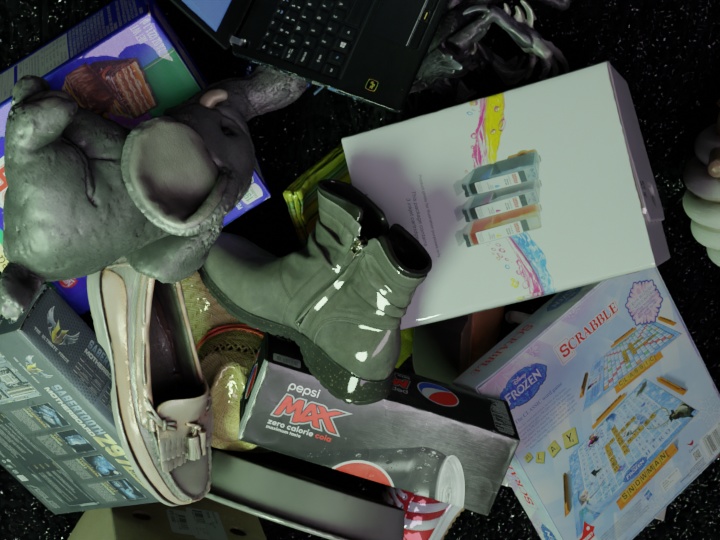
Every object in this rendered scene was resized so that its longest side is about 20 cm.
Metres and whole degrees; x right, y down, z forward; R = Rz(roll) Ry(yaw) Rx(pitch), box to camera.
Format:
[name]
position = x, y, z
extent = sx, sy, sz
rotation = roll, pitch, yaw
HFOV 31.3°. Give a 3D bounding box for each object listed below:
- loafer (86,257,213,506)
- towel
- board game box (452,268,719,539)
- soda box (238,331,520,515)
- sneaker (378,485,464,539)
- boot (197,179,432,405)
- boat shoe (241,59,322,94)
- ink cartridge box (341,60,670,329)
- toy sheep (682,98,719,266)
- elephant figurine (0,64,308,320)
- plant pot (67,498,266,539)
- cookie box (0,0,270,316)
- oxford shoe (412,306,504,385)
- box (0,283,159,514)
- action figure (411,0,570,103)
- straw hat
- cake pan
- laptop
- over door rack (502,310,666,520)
[loafer]
position = -0.142, 0.080, 0.935
extent = 0.062, 0.072, 0.202
rotation = -5, 107, 34
[towel]
position = 0.000, 0.000, 1.041
extent = 0.086, 0.018, 0.202
rotation = -43, 126, -36
[board game box]
position = 0.199, 0.115, 1.062
extent = 0.199, 0.041, 0.201
rotation = -36, 108, -21
[soda box]
position = 0.013, 0.112, 0.950
extent = 0.198, 0.063, 0.071
rotation = 18, 108, -10
[sneaker]
position = 0.042, 0.184, 1.134
extent = 0.112, 0.071, 0.200
rotation = 40, 94, -30
[boot]
position = -0.031, -0.010, 0.905
extent = 0.067, 0.199, 0.132
rotation = -18, 133, -44
[boat shoe]
position = -0.012, -0.199, 0.940
extent = 0.084, 0.069, 0.200
rotation = 38, 102, -25
[ink cartridge box]
position = 0.112, -0.052, 0.939
extent = 0.198, 0.145, 0.146
rotation = -13, 89, 17
[toy sheep]
position = 0.327, -0.056, 1.050
extent = 0.136, 0.138, 0.202
rotation = -11, 111, -7
[elephant figurine]
position = -0.131, -0.061, 0.851
extent = 0.198, 0.142, 0.157
rotation = 3, 109, -11
[plant pot]
position = -0.166, 0.290, 1.078
extent = 0.198, 0.200, 0.179
rotation = 12, 103, -18
[cookie box]
position = -0.196, -0.080, 0.951
extent = 0.199, 0.075, 0.172
rotation = -31, 119, 4
[oxford shoe]
position = 0.094, 0.001, 1.073
extent = 0.071, 0.071, 0.202
rotation = -9, 117, -45
[box]
position = -0.239, 0.106, 0.995
extent = 0.157, 0.051, 0.200
rotation = -13, 129, 36
[action figure]
position = 0.108, -0.179, 0.953
extent = 0.200, 0.119, 0.102
rotation = -41, 111, 2
[straw hat]
position = -0.096, 0.093, 1.017
extent = 0.199, 0.085, 0.203
rotation = 4, 123, 7
[cake pan]
position = -0.049, 0.188, 1.059
extent = 0.199, 0.200, 0.037
rotation = 21, 81, -21
[laptop]
position = -0.034, -0.231, 0.853
extent = 0.198, 0.103, 0.179
rotation = 21, 74, 10
[over door rack]
position = 0.189, 0.127, 1.118
extent = 0.198, 0.066, 0.149
rotation = 16, 86, -28
